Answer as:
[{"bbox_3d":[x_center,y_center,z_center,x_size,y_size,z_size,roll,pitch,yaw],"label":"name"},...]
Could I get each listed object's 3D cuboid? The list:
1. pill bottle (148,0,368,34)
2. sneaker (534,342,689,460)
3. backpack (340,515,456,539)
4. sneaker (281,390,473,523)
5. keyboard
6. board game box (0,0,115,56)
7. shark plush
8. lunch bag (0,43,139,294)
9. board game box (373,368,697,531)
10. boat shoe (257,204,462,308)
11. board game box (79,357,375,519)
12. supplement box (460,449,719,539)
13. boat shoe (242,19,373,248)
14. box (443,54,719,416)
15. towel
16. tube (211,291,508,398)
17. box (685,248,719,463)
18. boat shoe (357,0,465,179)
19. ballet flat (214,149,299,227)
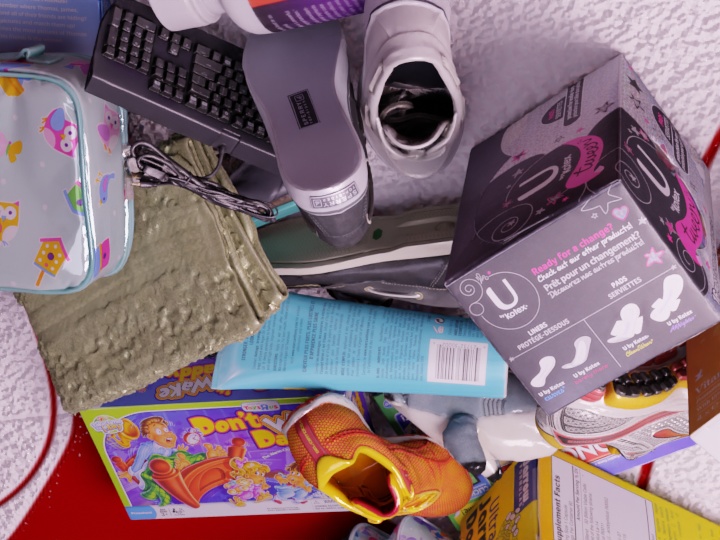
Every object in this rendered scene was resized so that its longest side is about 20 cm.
[{"bbox_3d":[-0.033,-0.209,1.057,0.199,0.112,0.112,-10,116,15],"label":"pill bottle"},{"bbox_3d":[0.200,0.084,1.166,0.200,0.078,0.082,4,134,-32],"label":"sneaker"},{"bbox_3d":[0.052,0.295,1.282,0.200,0.178,0.151,37,124,-15],"label":"backpack"},{"bbox_3d":[0.017,0.150,1.192,0.073,0.077,0.200,-41,143,19],"label":"sneaker"},{"bbox_3d":[-0.084,-0.092,1.097,0.200,0.127,0.021,22,150,-25],"label":"keyboard"},{"bbox_3d":[-0.241,-0.162,1.161,0.151,0.037,0.201,6,120,8],"label":"board game box"},{"bbox_3d":[0.060,0.072,1.213,0.200,0.091,0.083,38,91,29],"label":"shark plush"},{"bbox_3d":[-0.241,-0.070,1.124,0.199,0.077,0.161,4,103,21],"label":"lunch bag"},{"bbox_3d":[0.128,0.102,1.247,0.200,0.029,0.135,-24,111,21],"label":"board game box"},{"bbox_3d":[0.000,0.000,1.183,0.199,0.072,0.068,-2,123,19],"label":"boat shoe"},{"bbox_3d":[-0.092,0.124,1.267,0.199,0.045,0.135,-4,135,12],"label":"board game box"},{"bbox_3d":[0.182,0.229,1.240,0.200,0.109,0.110,26,125,-15],"label":"supplement box"},{"bbox_3d":[-0.032,-0.094,1.079,0.068,0.200,0.057,-15,134,3],"label":"boat shoe"},{"bbox_3d":[0.142,-0.030,1.073,0.132,0.200,0.115,-32,110,23],"label":"box"},{"bbox_3d":[-0.152,0.004,1.163,0.200,0.036,0.149,-28,83,27],"label":"towel"},{"bbox_3d":[0.002,0.052,1.159,0.199,0.078,0.050,6,156,5],"label":"tube"},{"bbox_3d":[0.285,0.045,1.090,0.097,0.200,0.124,40,117,-12],"label":"box"},{"bbox_3d":[0.035,-0.102,1.079,0.072,0.066,0.200,-2,153,-2],"label":"boat shoe"},{"bbox_3d":[-0.109,-0.043,1.193,0.200,0.073,0.073,-27,111,29],"label":"ballet flat"}]
